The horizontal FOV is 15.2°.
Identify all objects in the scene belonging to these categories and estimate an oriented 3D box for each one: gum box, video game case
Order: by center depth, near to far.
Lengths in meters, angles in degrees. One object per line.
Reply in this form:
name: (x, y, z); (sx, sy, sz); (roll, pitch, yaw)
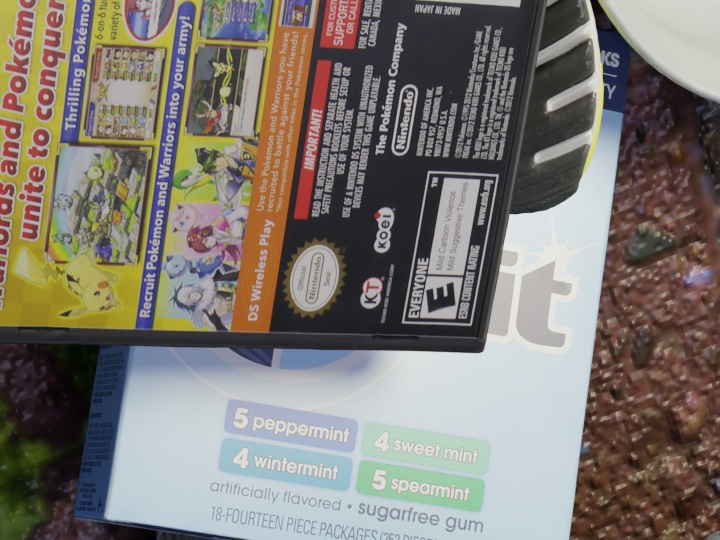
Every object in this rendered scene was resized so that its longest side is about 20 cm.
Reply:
video game case: (-0.032, -0.072, 0.825); (0.180, 0.026, 0.200); (2, 111, -20)
gum box: (0.000, 0.000, 0.940); (0.170, 0.045, 0.200); (10, 83, -21)

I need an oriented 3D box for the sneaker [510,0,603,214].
sneaker: (0.033, -0.117, 0.904); (0.078, 0.090, 0.200); (-18, 97, 17)

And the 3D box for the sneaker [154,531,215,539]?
sneaker: (-0.003, 0.133, 1.013); (0.146, 0.077, 0.203); (2, 105, -22)

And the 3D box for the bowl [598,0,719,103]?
bowl: (0.136, -0.160, 0.931); (0.201, 0.090, 0.201); (-9, 110, -25)

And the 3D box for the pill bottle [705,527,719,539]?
pill bottle: (0.088, 0.166, 0.949); (0.200, 0.113, 0.113); (-27, 115, -9)
